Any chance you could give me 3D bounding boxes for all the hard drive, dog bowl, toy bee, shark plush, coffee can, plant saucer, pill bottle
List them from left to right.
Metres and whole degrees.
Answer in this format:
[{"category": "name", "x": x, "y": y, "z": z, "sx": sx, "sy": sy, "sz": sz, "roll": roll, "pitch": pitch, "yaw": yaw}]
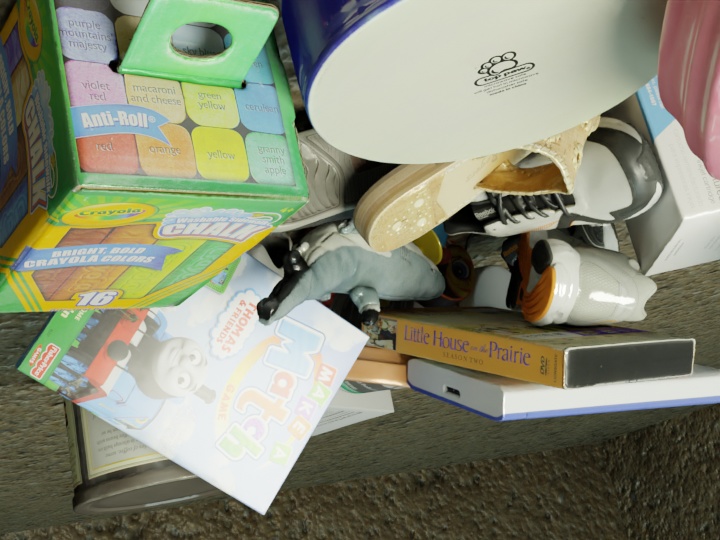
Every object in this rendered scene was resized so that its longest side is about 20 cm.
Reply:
[{"category": "coffee can", "x": -0.170, "y": 0.082, "z": 0.797, "sx": 0.146, "sy": 0.200, "sz": 0.146, "roll": -11, "pitch": 163, "yaw": -3}, {"category": "plant saucer", "x": -0.003, "y": 0.081, "z": 0.848, "sx": 0.200, "sy": 0.032, "sz": 0.200, "roll": 8, "pitch": 173, "yaw": 1}, {"category": "shark plush", "x": 0.000, "y": 0.000, "z": 0.702, "sx": 0.091, "sy": 0.083, "sz": 0.200, "roll": -32, "pitch": 174, "yaw": 21}, {"category": "pill bottle", "x": 0.059, "y": 0.058, "z": 0.975, "sx": 0.200, "sy": 0.113, "sz": 0.113, "roll": -14, "pitch": 165, "yaw": 41}, {"category": "toy bee", "x": 0.057, "y": -0.003, "z": 0.845, "sx": 0.200, "sy": 0.109, "sz": 0.131, "roll": -11, "pitch": 161, "yaw": -5}, {"category": "dog bowl", "x": 0.061, "y": -0.132, "z": 0.495, "sx": 0.200, "sy": 0.079, "sz": 0.200, "roll": -12, "pitch": 162, "yaw": -4}, {"category": "hard drive", "x": 0.154, "y": 0.083, "z": 0.738, "sx": 0.200, "sy": 0.025, "sz": 0.132, "roll": 0, "pitch": -176, "yaw": -26}, {"category": "plant saucer", "x": 0.187, "y": -0.140, "z": 0.444, "sx": 0.051, "sy": 0.201, "sz": 0.200, "roll": 23, "pitch": 177, "yaw": 25}]

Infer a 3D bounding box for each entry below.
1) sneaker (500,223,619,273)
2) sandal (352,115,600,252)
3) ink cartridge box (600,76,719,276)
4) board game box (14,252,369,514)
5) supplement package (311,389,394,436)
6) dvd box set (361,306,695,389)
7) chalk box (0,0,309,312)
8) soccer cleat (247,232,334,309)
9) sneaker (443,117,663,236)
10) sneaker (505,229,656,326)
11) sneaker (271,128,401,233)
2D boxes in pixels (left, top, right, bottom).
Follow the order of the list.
[{"category": "sneaker", "x": 0.174, "y": -0.026, "z": 0.892, "sx": 0.086, "sy": 0.080, "sz": 0.200, "roll": -15, "pitch": 162, "yaw": -2}, {"category": "sandal", "x": 0.100, "y": -0.065, "z": 0.609, "sx": 0.212, "sy": 0.070, "sz": 0.078, "roll": -35, "pitch": 150, "yaw": -5}, {"category": "ink cartridge box", "x": 0.288, "y": -0.093, "z": 0.690, "sx": 0.200, "sy": 0.129, "sz": 0.125, "roll": -14, "pitch": 162, "yaw": 0}, {"category": "board game box", "x": -0.113, "y": 0.057, "z": 0.695, "sx": 0.200, "sy": 0.151, "sz": 0.037, "roll": 35, "pitch": 167, "yaw": -18}, {"category": "supplement package", "x": -0.068, "y": 0.108, "z": 1.077, "sx": 0.120, "sy": 0.121, "sz": 0.200, "roll": -20, "pitch": 162, "yaw": 26}, {"category": "dvd box set", "x": 0.118, "y": 0.052, "z": 0.722, "sx": 0.146, "sy": 0.029, "sz": 0.200, "roll": 0, "pitch": -175, "yaw": -40}, {"category": "chalk box", "x": -0.112, "y": -0.069, "z": 0.495, "sx": 0.124, "sy": 0.124, "sz": 0.200, "roll": 1, "pitch": 159, "yaw": -36}, {"category": "soccer cleat", "x": -0.067, "y": 0.003, "z": 0.852, "sx": 0.068, "sy": 0.085, "sz": 0.200, "roll": 1, "pitch": -172, "yaw": 14}, {"category": "sneaker", "x": 0.127, "y": -0.053, "z": 0.690, "sx": 0.080, "sy": 0.074, "sz": 0.200, "roll": -29, "pitch": -171, "yaw": -25}, {"category": "sneaker", "x": 0.166, "y": 0.009, "z": 0.751, "sx": 0.092, "sy": 0.076, "sz": 0.200, "roll": 11, "pitch": -169, "yaw": 0}, {"category": "sneaker", "x": -0.010, "y": -0.072, "z": 0.677, "sx": 0.200, "sy": 0.075, "sz": 0.106, "roll": -13, "pitch": -176, "yaw": -25}]
